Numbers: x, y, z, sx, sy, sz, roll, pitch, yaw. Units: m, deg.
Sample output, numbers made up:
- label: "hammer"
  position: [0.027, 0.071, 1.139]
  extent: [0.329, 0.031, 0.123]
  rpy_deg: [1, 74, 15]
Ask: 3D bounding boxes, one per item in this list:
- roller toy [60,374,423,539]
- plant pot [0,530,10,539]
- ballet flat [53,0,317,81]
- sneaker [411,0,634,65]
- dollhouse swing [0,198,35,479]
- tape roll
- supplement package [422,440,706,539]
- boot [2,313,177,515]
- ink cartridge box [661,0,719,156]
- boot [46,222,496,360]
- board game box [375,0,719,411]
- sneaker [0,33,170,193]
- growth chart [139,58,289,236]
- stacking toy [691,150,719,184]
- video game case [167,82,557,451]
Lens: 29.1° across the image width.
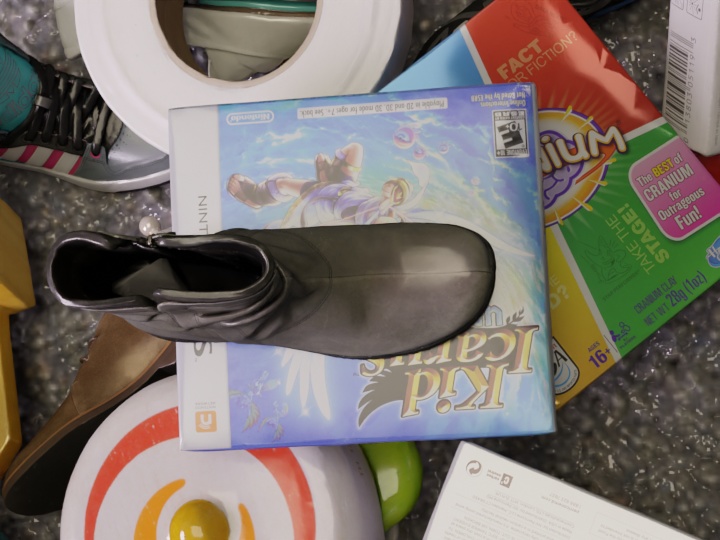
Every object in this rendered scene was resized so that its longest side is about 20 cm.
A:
- label: "roller toy"
  position: [-0.076, 0.156, 0.810]
  extent: [0.181, 0.140, 0.202]
  rpy_deg: [20, 85, 17]
- label: "plant pot"
  position: [-0.298, 0.191, 0.808]
  extent: [0.141, 0.142, 0.201]
  rpy_deg: [-33, 113, 6]
- label: "ballet flat"
  position: [-0.110, -0.154, 0.921]
  extent: [0.197, 0.069, 0.070]
  rpy_deg: [8, 82, 11]
- label: "sneaker"
  position: [0.106, -0.166, 0.855]
  extent: [0.199, 0.083, 0.071]
  rpy_deg: [-37, 72, 4]
- label: "dollhouse swing"
  position: [-0.328, 0.041, 0.875]
  extent: [0.198, 0.182, 0.177]
  rpy_deg: [-18, 51, 16]
- label: "tape roll"
  position: [-0.068, -0.159, 0.838]
  extent: [0.200, 0.071, 0.205]
  rpy_deg: [0, 91, 7]
- label: "supplement package"
  position: [0.096, 0.217, 0.750]
  extent: [0.150, 0.151, 0.202]
  rpy_deg: [21, 85, 15]
- label: "boot"
  position: [-0.156, 0.074, 0.892]
  extent: [0.200, 0.074, 0.075]
  rpy_deg: [-43, 57, -3]
- label: "ink cartridge box"
  position: [0.263, -0.164, 0.768]
  extent: [0.198, 0.163, 0.050]
  rpy_deg: [-18, 35, -21]
- label: "boot"
  position: [-0.036, 0.008, 0.649]
  extent: [0.197, 0.131, 0.069]
  rpy_deg: [-3, 85, 6]
- label: "board game box"
  position: [0.102, -0.044, 0.778]
  extent: [0.153, 0.040, 0.201]
  rpy_deg: [-38, 82, -4]
- label: "sneaker"
  position: [-0.208, -0.109, 0.902]
  extent: [0.198, 0.121, 0.085]
  rpy_deg: [7, 81, 15]
- label: "growth chart"
  position: [-0.045, -0.057, 0.880]
  extent: [0.144, 0.018, 0.200]
  rpy_deg: [40, 77, 24]
- label: "stacking toy"
  position: [0.132, -0.047, 0.832]
  extent: [0.198, 0.085, 0.086]
  rpy_deg: [-22, 75, 4]
- label: "video game case"
  position: [0.000, 0.000, 0.735]
  extent: [0.197, 0.045, 0.184]
  rpy_deg: [-4, 85, 6]
